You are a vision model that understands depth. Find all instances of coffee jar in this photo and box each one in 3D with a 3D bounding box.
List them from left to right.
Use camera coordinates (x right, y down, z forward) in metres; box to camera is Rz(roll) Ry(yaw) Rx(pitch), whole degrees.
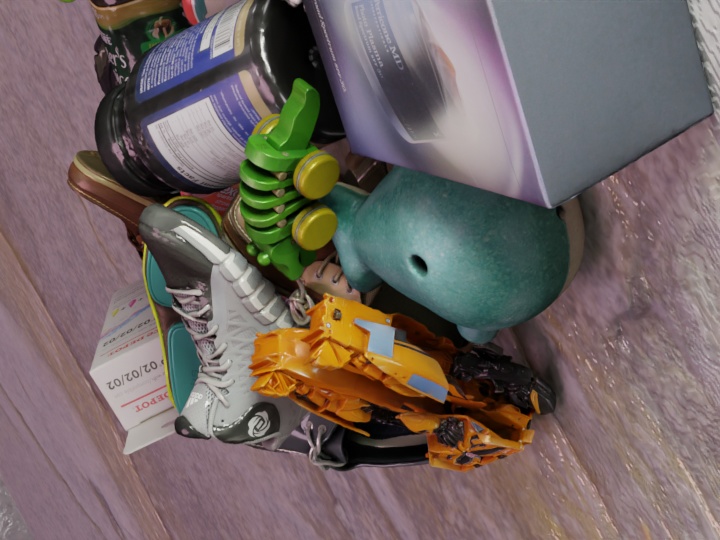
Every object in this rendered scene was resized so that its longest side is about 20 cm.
[{"bbox_3d":[-0.153,-0.169,1.451,0.104,0.084,0.202,-121,13,-65],"label":"coffee jar"}]

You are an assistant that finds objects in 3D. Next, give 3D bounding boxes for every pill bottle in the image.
[{"bbox_3d":[-0.091,-0.117,1.271,0.199,0.112,0.113,-18,101,44],"label":"pill bottle"}]

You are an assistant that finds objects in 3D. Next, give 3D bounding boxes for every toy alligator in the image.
[{"bbox_3d":[-0.052,-0.031,1.184,0.059,0.054,0.201,42,144,35],"label":"toy alligator"}]

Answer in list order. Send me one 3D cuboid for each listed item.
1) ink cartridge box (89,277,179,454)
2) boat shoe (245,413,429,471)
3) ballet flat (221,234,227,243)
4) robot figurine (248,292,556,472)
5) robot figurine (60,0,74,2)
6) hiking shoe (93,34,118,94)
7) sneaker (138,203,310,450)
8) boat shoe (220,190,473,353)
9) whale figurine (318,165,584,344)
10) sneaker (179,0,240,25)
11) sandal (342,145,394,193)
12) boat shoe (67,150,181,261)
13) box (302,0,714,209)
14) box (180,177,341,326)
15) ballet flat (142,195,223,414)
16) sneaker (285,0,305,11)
[{"bbox_3d":[-0.161,0.063,1.591,0.068,0.114,0.200,60,-168,-21],"label":"ink cartridge box"},{"bbox_3d":[-0.016,0.115,1.388,0.198,0.062,0.073,-3,126,22],"label":"boat shoe"},{"bbox_3d":[-0.019,0.025,1.348,0.200,0.064,0.068,42,-163,-13],"label":"ballet flat"},{"bbox_3d":[0.032,0.081,1.248,0.199,0.059,0.145,24,151,-24],"label":"robot figurine"},{"bbox_3d":[-0.214,-0.282,1.259,0.201,0.174,0.116,60,162,22],"label":"robot figurine"},{"bbox_3d":[-0.172,-0.110,1.585,0.100,0.075,0.202,31,143,56],"label":"hiking shoe"},{"bbox_3d":[-0.102,0.054,1.273,0.200,0.116,0.075,45,168,-27],"label":"sneaker"},{"bbox_3d":[0.000,0.000,1.276,0.199,0.076,0.074,31,166,-12],"label":"boat shoe"},{"bbox_3d":[0.041,-0.021,1.143,0.199,0.103,0.161,-5,112,45],"label":"whale figurine"},{"bbox_3d":[-0.079,-0.241,1.267,0.093,0.070,0.201,24,138,26],"label":"sneaker"},{"bbox_3d":[0.019,-0.060,1.253,0.080,0.057,0.201,57,157,10],"label":"sandal"},{"bbox_3d":[-0.158,-0.032,1.515,0.199,0.068,0.072,28,-164,-33],"label":"boat shoe"},{"bbox_3d":[0.059,-0.159,0.971,0.198,0.123,0.202,19,134,57],"label":"box"},{"bbox_3d":[-0.055,0.016,1.454,0.102,0.094,0.202,31,144,51],"label":"box"},{"bbox_3d":[-0.125,0.020,1.398,0.067,0.066,0.202,-79,-10,-57],"label":"ballet flat"},{"bbox_3d":[-0.060,-0.233,1.171,0.198,0.078,0.091,25,119,17],"label":"sneaker"}]
